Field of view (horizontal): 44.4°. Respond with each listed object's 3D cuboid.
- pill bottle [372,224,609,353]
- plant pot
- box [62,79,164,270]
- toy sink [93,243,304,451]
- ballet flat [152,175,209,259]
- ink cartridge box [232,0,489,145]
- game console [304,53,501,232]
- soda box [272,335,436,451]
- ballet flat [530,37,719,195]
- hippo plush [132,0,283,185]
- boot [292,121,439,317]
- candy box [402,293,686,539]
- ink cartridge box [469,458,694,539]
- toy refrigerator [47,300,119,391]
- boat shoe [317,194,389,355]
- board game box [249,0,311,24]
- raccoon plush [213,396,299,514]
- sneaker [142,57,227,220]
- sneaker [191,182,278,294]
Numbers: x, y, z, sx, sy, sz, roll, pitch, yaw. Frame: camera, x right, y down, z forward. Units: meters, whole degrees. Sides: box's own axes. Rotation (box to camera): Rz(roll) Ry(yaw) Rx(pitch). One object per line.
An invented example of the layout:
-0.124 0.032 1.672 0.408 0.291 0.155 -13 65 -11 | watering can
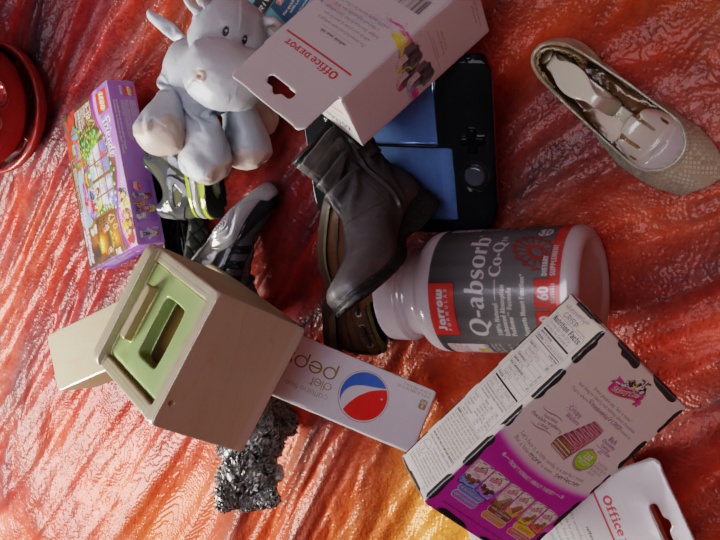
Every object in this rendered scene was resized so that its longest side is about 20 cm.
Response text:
0.120 0.019 0.821 0.199 0.116 0.116 -2 94 31 | pill bottle
-0.522 -0.213 1.136 0.200 0.182 0.201 3 97 31 | plant pot
-0.304 -0.112 1.073 0.137 0.039 0.201 -19 81 47 | box
-0.170 0.061 0.846 0.200 0.112 0.131 30 92 51 | toy sink
-0.220 -0.070 1.046 0.066 0.057 0.201 -19 86 33 | ballet flat
0.000 -0.194 0.781 0.200 0.068 0.115 -42 55 -8 | ink cartridge box
0.037 -0.122 0.860 0.199 0.031 0.177 5 123 24 | game console
-0.028 0.116 0.897 0.199 0.064 0.068 22 83 3 | soda box
0.225 -0.133 0.773 0.200 0.062 0.068 43 115 20 | ballet flat
-0.130 -0.201 0.903 0.161 0.159 0.201 -32 49 51 | hippo plush
-0.015 -0.055 0.786 0.132 0.200 0.070 46 126 -10 | boot
0.153 0.135 0.737 0.200 0.136 0.061 -44 34 9 | candy box
0.210 0.244 0.811 0.200 0.068 0.115 -27 81 31 | ink cartridge box
-0.296 0.086 1.104 0.200 0.070 0.076 -24 76 30 | toy refrigerator
0.000 0.000 0.898 0.068 0.072 0.200 10 129 17 | boat shoe
-0.025 -0.256 0.916 0.200 0.047 0.151 49 117 17 | board game box
-0.139 0.167 0.947 0.096 0.134 0.200 -20 119 14 | raccoon plush
-0.211 -0.150 1.004 0.081 0.074 0.201 -12 78 11 | sneaker
-0.133 0.004 0.997 0.114 0.075 0.200 38 91 -8 | sneaker
